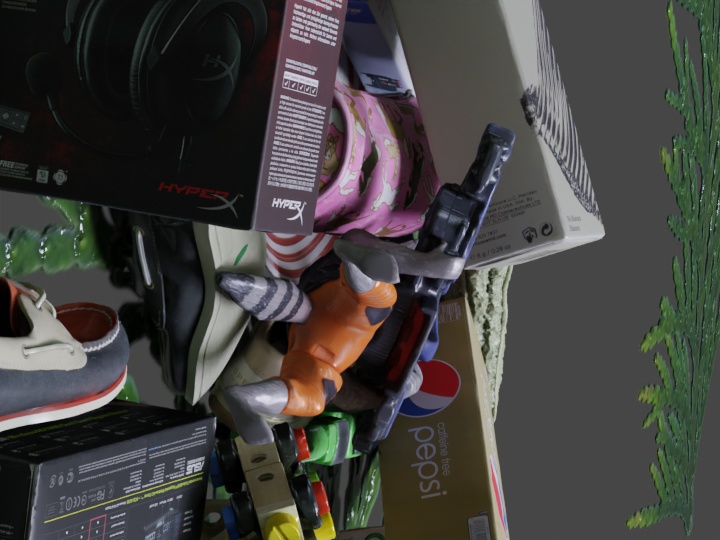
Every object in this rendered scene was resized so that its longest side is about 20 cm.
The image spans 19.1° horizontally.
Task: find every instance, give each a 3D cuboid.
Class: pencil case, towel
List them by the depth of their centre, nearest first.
[{"bbox_3d":[-0.009,-0.065,1.228,0.087,0.083,0.200,65,19,10],"label":"pencil case"},{"bbox_3d":[0.070,0.003,1.386,0.200,0.036,0.149,89,-6,-45],"label":"towel"}]

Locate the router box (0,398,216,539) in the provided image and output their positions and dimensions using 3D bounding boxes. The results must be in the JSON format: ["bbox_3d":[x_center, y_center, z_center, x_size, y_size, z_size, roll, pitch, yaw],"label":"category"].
[{"bbox_3d":[-0.145,0.149,1.045,0.200,0.062,0.150,-6,104,-69],"label":"router box"}]

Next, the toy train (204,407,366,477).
[{"bbox_3d":[-0.040,0.103,1.318,0.200,0.056,0.042,-1,100,-70],"label":"toy train"}]

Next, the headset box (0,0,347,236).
[{"bbox_3d":[-0.085,-0.125,0.957,0.077,0.148,0.201,1,99,-71],"label":"headset box"}]

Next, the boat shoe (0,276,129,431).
[{"bbox_3d":[-0.163,0.035,0.942,0.200,0.071,0.063,-19,114,-63],"label":"boat shoe"}]

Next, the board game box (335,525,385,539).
[{"bbox_3d":[0.015,0.261,1.194,0.126,0.035,0.200,71,14,-52],"label":"board game box"}]

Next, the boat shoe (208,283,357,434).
[{"bbox_3d":[-0.025,0.040,1.282,0.065,0.072,0.200,-61,169,25],"label":"boat shoe"}]

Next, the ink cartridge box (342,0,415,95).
[{"bbox_3d":[0.022,-0.183,1.318,0.200,0.042,0.120,61,43,-63],"label":"ink cartridge box"}]

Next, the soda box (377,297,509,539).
[{"bbox_3d":[0.046,0.111,1.230,0.200,0.064,0.068,-94,170,-47],"label":"soda box"}]

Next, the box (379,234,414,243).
[{"bbox_3d":[0.038,0.100,1.451,0.200,0.043,0.160,78,2,-46],"label":"box"}]

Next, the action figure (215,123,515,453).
[{"bbox_3d":[0.000,0.000,1.147,0.200,0.104,0.193,-66,172,10],"label":"action figure"}]

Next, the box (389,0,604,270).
[{"bbox_3d":[0.075,-0.104,1.235,0.082,0.068,0.201,-9,83,-67],"label":"box"}]

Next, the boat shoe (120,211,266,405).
[{"bbox_3d":[-0.090,-0.006,1.120,0.072,0.067,0.200,-55,162,-35],"label":"boat shoe"}]

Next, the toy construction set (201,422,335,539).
[{"bbox_3d":[-0.045,0.163,1.152,0.092,0.200,0.131,-22,115,-18],"label":"toy construction set"}]

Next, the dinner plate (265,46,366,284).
[{"bbox_3d":[-0.033,-0.091,1.297,0.200,0.024,0.201,9,90,-70],"label":"dinner plate"}]
